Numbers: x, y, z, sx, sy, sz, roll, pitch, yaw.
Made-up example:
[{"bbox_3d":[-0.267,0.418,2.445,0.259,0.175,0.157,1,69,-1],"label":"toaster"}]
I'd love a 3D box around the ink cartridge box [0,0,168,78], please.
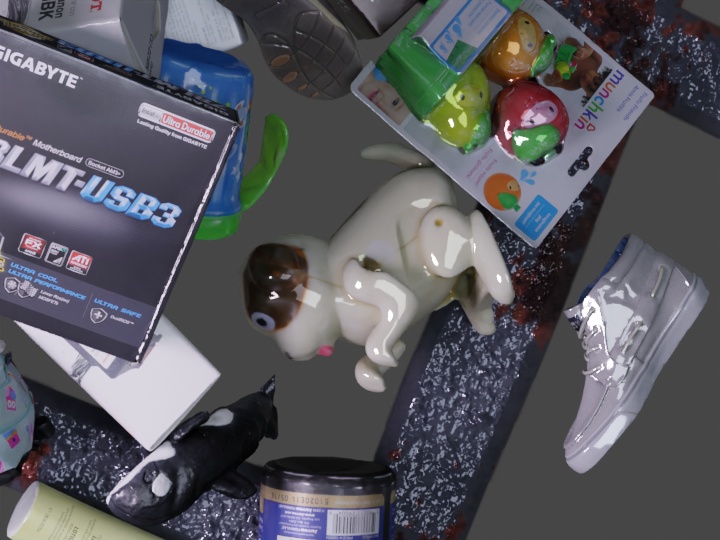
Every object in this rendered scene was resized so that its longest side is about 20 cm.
[{"bbox_3d":[-0.253,-0.187,1.561,0.200,0.144,0.084,-7,135,9],"label":"ink cartridge box"}]

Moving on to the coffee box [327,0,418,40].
[{"bbox_3d":[0.043,-0.294,1.697,0.200,0.080,0.113,-44,102,-8],"label":"coffee box"}]

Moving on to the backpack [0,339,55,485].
[{"bbox_3d":[-0.323,0.116,1.573,0.167,0.200,0.127,-23,98,-10],"label":"backpack"}]

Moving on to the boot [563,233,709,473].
[{"bbox_3d":[0.207,0.067,1.772,0.096,0.074,0.200,35,77,-7],"label":"boot"}]

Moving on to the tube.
[{"bbox_3d":[-0.188,0.237,1.694,0.200,0.052,0.058,31,124,-18],"label":"tube"}]

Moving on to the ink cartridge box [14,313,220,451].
[{"bbox_3d":[-0.213,0.035,1.622,0.084,0.145,0.200,-45,102,-6],"label":"ink cartridge box"}]

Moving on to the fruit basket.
[{"bbox_3d":[0.119,-0.148,1.693,0.200,0.094,0.185,39,67,4],"label":"fruit basket"}]

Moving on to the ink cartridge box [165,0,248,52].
[{"bbox_3d":[-0.209,-0.228,1.668,0.200,0.057,0.163,-17,98,6],"label":"ink cartridge box"}]

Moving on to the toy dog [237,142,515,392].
[{"bbox_3d":[0.000,0.000,1.680,0.200,0.140,0.194,-20,85,-12],"label":"toy dog"}]

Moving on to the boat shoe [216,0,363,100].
[{"bbox_3d":[-0.057,-0.216,1.661,0.074,0.073,0.200,-18,138,20],"label":"boat shoe"}]

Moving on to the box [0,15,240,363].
[{"bbox_3d":[-0.213,-0.058,1.493,0.200,0.050,0.199,22,106,-13],"label":"box"}]

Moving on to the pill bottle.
[{"bbox_3d":[-0.030,0.257,1.699,0.112,0.112,0.200,2,93,-14],"label":"pill bottle"}]

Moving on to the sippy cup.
[{"bbox_3d":[-0.144,-0.108,1.620,0.139,0.178,0.131,21,106,13],"label":"sippy cup"}]

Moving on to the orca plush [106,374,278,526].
[{"bbox_3d":[-0.111,0.160,1.646,0.071,0.200,0.105,43,116,13],"label":"orca plush"}]
